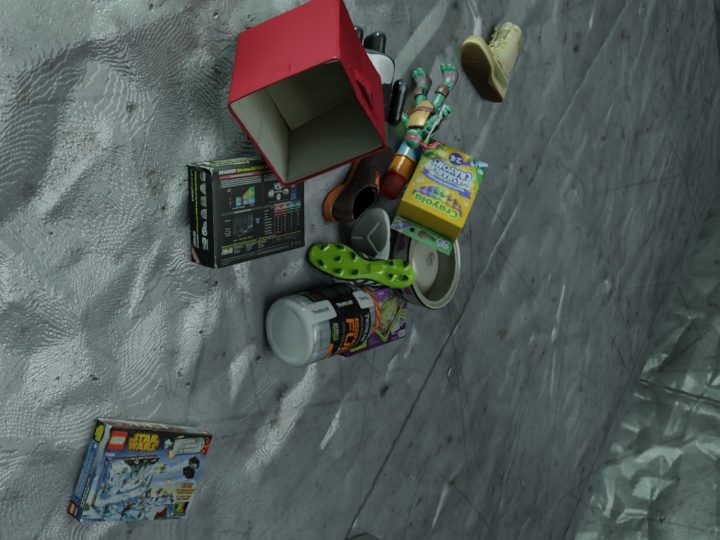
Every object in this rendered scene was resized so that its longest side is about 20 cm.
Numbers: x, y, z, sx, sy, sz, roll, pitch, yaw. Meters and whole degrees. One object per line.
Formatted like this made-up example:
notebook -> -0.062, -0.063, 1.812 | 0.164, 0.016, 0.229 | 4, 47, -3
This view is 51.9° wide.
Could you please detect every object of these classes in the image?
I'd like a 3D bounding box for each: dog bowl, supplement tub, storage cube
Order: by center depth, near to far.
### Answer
storage cube -> -0.076, -0.266, 1.090 | 0.171, 0.198, 0.181 | 55, 25, -43
supplement tub -> -0.060, 0.090, 1.308 | 0.199, 0.121, 0.124 | -15, 112, -49
dog bowl -> 0.128, -0.020, 1.531 | 0.199, 0.073, 0.203 | 3, 86, -51

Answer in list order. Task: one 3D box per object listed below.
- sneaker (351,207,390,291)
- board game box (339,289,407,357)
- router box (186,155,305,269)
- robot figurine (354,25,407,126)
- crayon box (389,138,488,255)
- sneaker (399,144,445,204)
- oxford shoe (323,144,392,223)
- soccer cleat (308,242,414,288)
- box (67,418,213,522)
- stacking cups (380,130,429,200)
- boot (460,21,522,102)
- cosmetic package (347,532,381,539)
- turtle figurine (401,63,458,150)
sneaker -> 0.024, -0.053, 1.398 | 0.202, 0.070, 0.081 | 97, 16, -50
board game box -> 0.029, 0.095, 1.500 | 0.199, 0.032, 0.122 | -12, 114, -51
router box -> -0.174, -0.098, 1.155 | 0.199, 0.062, 0.152 | -17, 114, -48
robot figurine -> -0.008, -0.305, 1.258 | 0.125, 0.148, 0.203 | -7, 106, -68
crayon box -> 0.150, -0.142, 1.389 | 0.052, 0.124, 0.202 | 110, 5, -59
sneaker -> 0.128, -0.151, 1.487 | 0.201, 0.074, 0.116 | -58, 174, -31
oxford shoe -> 0.015, -0.159, 1.369 | 0.201, 0.072, 0.072 | -55, 138, -25
soccer cleat -> 0.000, 0.000, 1.347 | 0.081, 0.197, 0.068 | 118, -16, -68
box -> -0.322, 0.299, 1.104 | 0.199, 0.040, 0.139 | 24, 83, -52
stacking cups -> 0.096, -0.235, 1.473 | 0.060, 0.060, 0.202 | 43, 72, -48
boot -> 0.293, -0.488, 1.625 | 0.200, 0.072, 0.157 | 41, 69, -51
cosmetic package -> 0.015, 0.690, 1.598 | 0.084, 0.107, 0.203 | 6, 94, -52
turtle figurine -> 0.115, -0.302, 1.403 | 0.101, 0.148, 0.202 | 70, 37, -52
